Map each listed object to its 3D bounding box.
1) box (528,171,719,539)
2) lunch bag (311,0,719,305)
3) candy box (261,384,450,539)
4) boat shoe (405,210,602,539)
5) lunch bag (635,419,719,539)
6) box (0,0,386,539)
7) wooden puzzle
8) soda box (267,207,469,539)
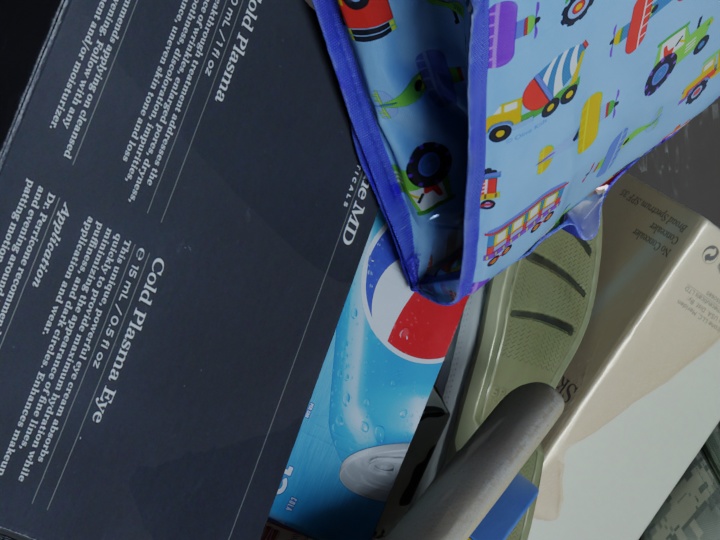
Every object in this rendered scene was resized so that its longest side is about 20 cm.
[{"bbox_3d":[0.109,0.062,0.930,0.078,0.095,0.201,32,92,-31],"label":"box"},{"bbox_3d":[0.071,-0.081,0.664,0.150,0.094,0.201,-39,143,-21],"label":"lunch bag"},{"bbox_3d":[-0.079,0.089,0.814,0.199,0.061,0.137,2,130,-27],"label":"candy box"},{"bbox_3d":[0.052,0.037,0.876,0.075,0.068,0.201,32,70,-46],"label":"boat shoe"},{"bbox_3d":[0.245,0.105,0.964,0.200,0.140,0.168,33,115,-30],"label":"lunch bag"},{"bbox_3d":[-0.094,-0.011,0.638,0.182,0.104,0.201,36,71,-52],"label":"box"},{"bbox_3d":[0.000,0.147,0.752,0.046,0.185,0.200,41,117,5],"label":"wooden puzzle"},{"bbox_3d":[0.000,0.000,0.740,0.064,0.068,0.201,26,80,-27],"label":"soda box"}]
